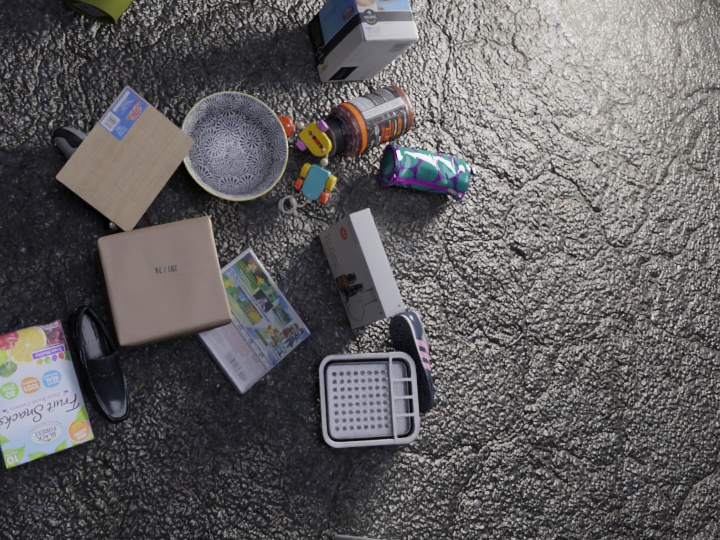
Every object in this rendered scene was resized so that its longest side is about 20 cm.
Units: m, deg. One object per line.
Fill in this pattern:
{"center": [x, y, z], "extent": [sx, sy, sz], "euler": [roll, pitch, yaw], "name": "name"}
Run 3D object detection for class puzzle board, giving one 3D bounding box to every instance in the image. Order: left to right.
{"center": [-0.396, -0.188, 1.504], "extent": [0.150, 0.017, 0.202], "euler": [39, 73, -19], "name": "puzzle board"}

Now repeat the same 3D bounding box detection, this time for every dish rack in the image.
{"center": [0.012, 0.246, 1.688], "extent": [0.196, 0.043, 0.175], "euler": [0, 79, -21], "name": "dish rack"}

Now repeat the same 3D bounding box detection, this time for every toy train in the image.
{"center": [-0.121, -0.217, 1.720], "extent": [0.148, 0.056, 0.204], "euler": [-13, 92, 11], "name": "toy train"}

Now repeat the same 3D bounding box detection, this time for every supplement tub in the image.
{"center": [0.005, -0.295, 1.782], "extent": [0.198, 0.107, 0.108], "euler": [-27, 92, -30], "name": "supplement tub"}

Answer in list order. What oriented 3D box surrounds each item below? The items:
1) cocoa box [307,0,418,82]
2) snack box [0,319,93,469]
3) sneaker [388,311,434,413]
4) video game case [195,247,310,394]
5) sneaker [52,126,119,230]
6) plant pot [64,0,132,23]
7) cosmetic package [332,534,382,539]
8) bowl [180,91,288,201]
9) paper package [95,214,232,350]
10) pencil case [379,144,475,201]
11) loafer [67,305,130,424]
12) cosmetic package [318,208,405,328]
{"center": [0.001, -0.478, 1.766], "extent": [0.131, 0.199, 0.134], "euler": [-10, 83, -29], "name": "cocoa box"}
{"center": [-0.522, 0.194, 1.410], "extent": [0.140, 0.053, 0.203], "euler": [-15, 87, -30], "name": "snack box"}
{"center": [0.118, 0.178, 1.762], "extent": [0.082, 0.069, 0.204], "euler": [-19, 98, -55], "name": "sneaker"}
{"center": [-0.213, 0.091, 1.623], "extent": [0.182, 0.022, 0.201], "euler": [-40, 98, -29], "name": "video game case"}
{"center": [-0.459, -0.157, 1.514], "extent": [0.201, 0.073, 0.080], "euler": [50, 63, -10], "name": "sneaker"}
{"center": [-0.449, -0.552, 1.565], "extent": [0.185, 0.187, 0.203], "euler": [19, 85, -23], "name": "plant pot"}
{"center": [0.039, 0.573, 1.549], "extent": [0.163, 0.199, 0.167], "euler": [27, 67, -20], "name": "cosmetic package"}
{"center": [-0.239, -0.216, 1.629], "extent": [0.197, 0.094, 0.205], "euler": [4, 79, -19], "name": "bowl"}
{"center": [-0.335, 0.023, 1.507], "extent": [0.197, 0.103, 0.194], "euler": [-12, 84, -21], "name": "paper package"}
{"center": [0.137, -0.202, 1.845], "extent": [0.197, 0.085, 0.094], "euler": [8, 48, -26], "name": "pencil case"}
{"center": [-0.429, 0.155, 1.460], "extent": [0.067, 0.070, 0.204], "euler": [-20, 89, -29], "name": "loafer"}
{"center": [0.000, 0.000, 1.686], "extent": [0.051, 0.150, 0.203], "euler": [-19, 87, -30], "name": "cosmetic package"}
